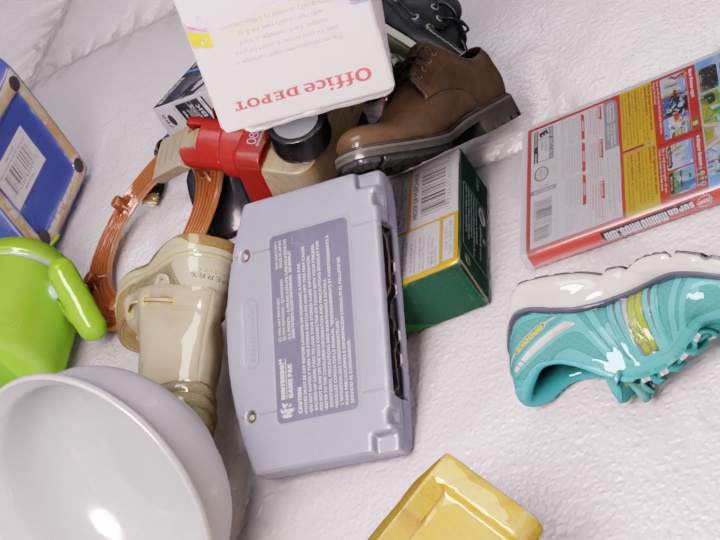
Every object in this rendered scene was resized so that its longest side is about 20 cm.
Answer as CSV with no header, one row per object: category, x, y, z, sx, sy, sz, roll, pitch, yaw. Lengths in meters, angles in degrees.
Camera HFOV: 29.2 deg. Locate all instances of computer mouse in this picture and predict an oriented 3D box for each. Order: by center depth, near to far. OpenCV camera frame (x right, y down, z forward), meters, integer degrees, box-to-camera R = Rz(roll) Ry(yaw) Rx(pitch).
computer mouse,-0.155,-0.091,1.296,0.139,0.046,0.201,-26,37,17

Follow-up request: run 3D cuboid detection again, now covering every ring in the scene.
ring,-0.192,-0.040,1.252,0.200,0.019,0.202,-36,37,33

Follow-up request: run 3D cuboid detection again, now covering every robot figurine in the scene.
robot figurine,-0.311,0.053,1.218,0.174,0.116,0.202,-30,34,28

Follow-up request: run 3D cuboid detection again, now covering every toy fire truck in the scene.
toy fire truck,-0.086,-0.132,1.103,0.197,0.129,0.178,8,61,21

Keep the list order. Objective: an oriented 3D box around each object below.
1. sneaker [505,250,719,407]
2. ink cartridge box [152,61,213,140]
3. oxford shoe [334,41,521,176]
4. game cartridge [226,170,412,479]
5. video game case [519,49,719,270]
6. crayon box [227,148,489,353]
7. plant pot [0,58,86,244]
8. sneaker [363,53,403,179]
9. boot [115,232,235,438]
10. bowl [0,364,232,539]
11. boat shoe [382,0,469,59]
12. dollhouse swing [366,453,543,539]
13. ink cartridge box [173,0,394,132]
sneaker,0.176,0.041,0.837,0.198,0.077,0.081,-14,60,39
ink cartridge box,-0.131,-0.176,1.278,0.100,0.039,0.199,-51,19,-21
oxford shoe,0.039,-0.122,1.035,0.072,0.085,0.199,-18,8,40
game cartridge,-0.032,0.040,0.972,0.131,0.041,0.203,-12,70,23
video game case,0.205,-0.085,0.979,0.198,0.017,0.144,-21,39,26
crayon box,0.000,0.000,1.045,0.198,0.052,0.127,-22,38,23
plant pot,-0.403,-0.089,1.402,0.178,0.201,0.202,-11,42,26
sneaker,0.010,-0.147,1.185,0.088,0.082,0.201,-33,43,7
boot,-0.152,0.075,1.072,0.200,0.072,0.158,-36,46,56
bowl,-0.159,0.143,0.943,0.199,0.204,0.090,-10,16,36
boat shoe,0.057,-0.208,1.182,0.066,0.074,0.199,-50,44,0
dollhouse swing,0.045,0.238,0.752,0.201,0.175,0.182,-50,-5,-15
ink cartridge box,-0.057,-0.203,0.950,0.127,0.202,0.126,-13,38,6
